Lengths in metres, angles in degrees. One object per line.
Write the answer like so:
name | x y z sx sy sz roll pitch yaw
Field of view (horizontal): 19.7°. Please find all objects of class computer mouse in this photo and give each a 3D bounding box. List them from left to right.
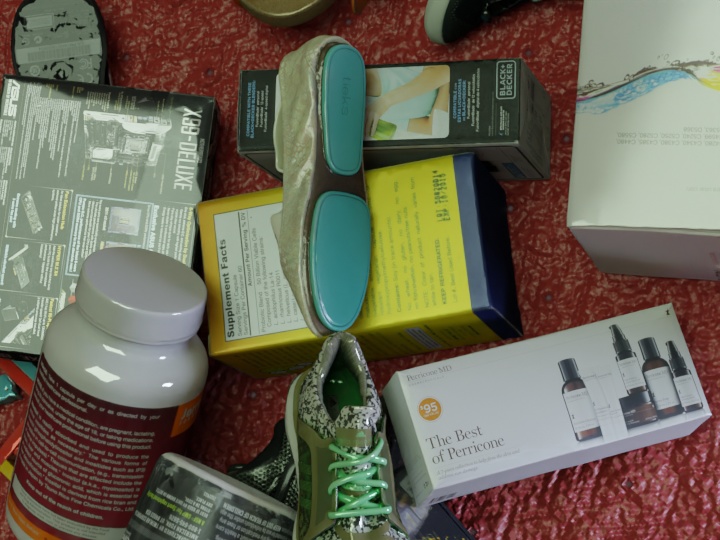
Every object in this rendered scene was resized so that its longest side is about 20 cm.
computer mouse | -0.243 -0.104 1.539 0.139 0.046 0.202 -13 80 1

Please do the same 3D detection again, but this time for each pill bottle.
pill bottle | -0.166 0.092 1.385 0.112 0.113 0.202 27 118 20
pill bottle | -0.123 0.228 1.330 0.106 0.106 0.201 24 86 19

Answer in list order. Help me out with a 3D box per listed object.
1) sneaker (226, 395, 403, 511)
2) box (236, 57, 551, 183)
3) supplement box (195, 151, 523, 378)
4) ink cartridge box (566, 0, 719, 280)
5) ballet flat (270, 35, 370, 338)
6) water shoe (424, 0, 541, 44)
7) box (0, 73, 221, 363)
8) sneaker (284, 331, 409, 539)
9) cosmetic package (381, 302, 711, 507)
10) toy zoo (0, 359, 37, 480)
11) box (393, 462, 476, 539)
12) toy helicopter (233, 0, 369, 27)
sneaker | -0.032 0.187 1.407 0.113 0.076 0.202 -4 74 17
box | 0.025 -0.100 1.429 0.198 0.117 0.061 0 81 15
supplement box | 0.000 0.000 1.417 0.198 0.109 0.110 -9 76 14
ink cartridge box | 0.223 -0.106 1.354 0.145 0.147 0.202 2 79 16
ballet flat | -0.029 -0.052 1.353 0.062 0.067 0.202 -7 74 42
water shoe | 0.131 -0.220 1.445 0.200 0.071 0.079 -44 72 4
box | -0.189 -0.032 1.475 0.156 0.050 0.202 6 81 3
sneaker | -0.009 0.123 1.281 0.076 0.089 0.201 -7 52 -11
cosmetic package | 0.121 0.086 1.348 0.198 0.051 0.083 -14 72 -16
toy zoo | -0.225 0.091 1.510 0.200 0.020 0.131 41 91 20
box | 0.015 0.248 1.313 0.161 0.049 0.200 48 57 -1
toy helicopter | -0.011 -0.257 1.497 0.132 0.079 0.200 33 77 26
